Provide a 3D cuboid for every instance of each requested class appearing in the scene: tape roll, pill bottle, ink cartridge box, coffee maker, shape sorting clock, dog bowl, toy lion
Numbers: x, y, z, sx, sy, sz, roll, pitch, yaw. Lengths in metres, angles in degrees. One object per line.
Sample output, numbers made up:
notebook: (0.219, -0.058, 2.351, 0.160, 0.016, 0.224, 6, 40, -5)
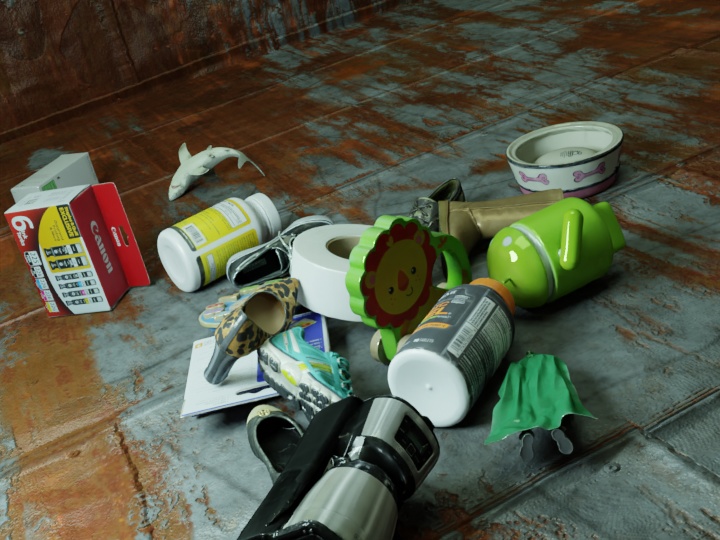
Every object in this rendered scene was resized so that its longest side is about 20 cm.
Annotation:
tape roll: (0.000, 0.000, 1.331, 0.199, 0.072, 0.203, 5, 21, -2)
pill bottle: (0.120, 0.087, 1.111, 0.105, 0.108, 0.200, 2, 29, 31)
pill bottle: (-0.237, -0.054, 1.592, 0.199, 0.114, 0.112, -30, 29, -30)
ink cartridge box: (-0.132, 0.133, 1.232, 0.194, 0.048, 0.201, -13, 27, 1)
coffee maker: (-0.037, 0.222, 0.885, 0.189, 0.137, 0.200, -3, 27, 25)
shape sorting clock: (-0.147, 0.043, 1.396, 0.197, 0.040, 0.200, -11, 13, 3)
dog bowl: (0.349, -0.184, 1.582, 0.197, 0.075, 0.201, -12, 24, 5)
ink cartridge box: (-0.474, -0.035, 1.575, 0.173, 0.203, 0.084, -7, 26, 18)
toy lion: (0.066, 0.013, 1.189, 0.068, 0.194, 0.199, 13, 36, 45)

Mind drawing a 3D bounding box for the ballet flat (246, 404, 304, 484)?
ballet flat: (-0.085, 0.198, 1.051, 0.066, 0.058, 0.200, -21, 26, -15)

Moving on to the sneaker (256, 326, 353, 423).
sneaker: (-0.041, 0.130, 1.093, 0.079, 0.078, 0.199, -32, 51, -27)

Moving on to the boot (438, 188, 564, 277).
boot: (0.218, -0.063, 1.415, 0.196, 0.067, 0.177, -4, 41, 6)

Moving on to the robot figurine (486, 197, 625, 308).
robot figurine: (0.256, -0.023, 1.249, 0.198, 0.117, 0.175, -25, 4, -17)

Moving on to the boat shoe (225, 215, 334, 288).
boat shoe: (-0.124, -0.028, 1.518, 0.197, 0.075, 0.068, -20, 21, -11)

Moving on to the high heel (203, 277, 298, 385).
high heel: (-0.118, 0.049, 1.182, 0.071, 0.143, 0.200, 37, 51, 3)

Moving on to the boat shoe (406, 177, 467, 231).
boat shoe: (0.109, -0.090, 1.529, 0.071, 0.067, 0.200, 8, 33, 39)

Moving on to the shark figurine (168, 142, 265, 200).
shark figurine: (-0.319, -0.228, 2.048, 0.211, 0.090, 0.130, -18, 57, 13)

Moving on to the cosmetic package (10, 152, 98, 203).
cosmetic package: (-0.685, -0.180, 2.108, 0.084, 0.109, 0.201, -3, 29, 23)

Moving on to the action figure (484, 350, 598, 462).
action figure: (0.196, 0.138, 1.025, 0.116, 0.056, 0.200, -11, 18, 12)
